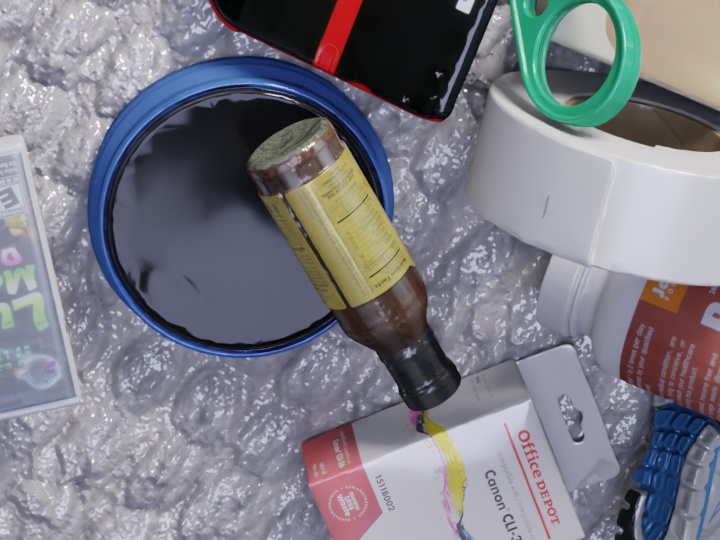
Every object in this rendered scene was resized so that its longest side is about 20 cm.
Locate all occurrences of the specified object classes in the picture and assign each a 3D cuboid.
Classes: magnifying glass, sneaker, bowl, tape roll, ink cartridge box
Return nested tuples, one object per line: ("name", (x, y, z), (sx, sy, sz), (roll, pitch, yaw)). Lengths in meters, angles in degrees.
("magnifying glass", (0.106, -0.165, 1.351), (0.022, 0.200, 0.080), (9, 129, -43))
("sneaker", (0.243, 0.119, 1.546), (0.086, 0.075, 0.201), (10, 105, -45))
("bowl", (-0.076, -0.037, 1.452), (0.200, 0.039, 0.201), (-2, 111, -6))
("tape roll", (0.168, -0.059, 1.387), (0.202, 0.203, 0.071), (9, 110, -11))
("ink cartridge box", (0.074, 0.141, 1.523), (0.199, 0.068, 0.117), (-22, 112, 2))

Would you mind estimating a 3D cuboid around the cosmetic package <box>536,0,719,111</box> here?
("cosmetic package", (0.210, -0.151, 1.411), (0.199, 0.105, 0.071), (20, 107, -16))

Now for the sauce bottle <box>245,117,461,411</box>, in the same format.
("sauce bottle", (0.000, 0.000, 1.421), (0.065, 0.065, 0.200), (-28, 113, 4))

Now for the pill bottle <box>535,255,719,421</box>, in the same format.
("pill bottle", (0.220, 0.032, 1.445), (0.199, 0.112, 0.113), (22, 109, 16))

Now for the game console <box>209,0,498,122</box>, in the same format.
("game console", (0.010, -0.212, 1.368), (0.176, 0.031, 0.201), (25, 108, 8))

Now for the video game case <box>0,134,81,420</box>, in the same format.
("video game case", (-0.289, 0.020, 1.408), (0.199, 0.023, 0.182), (-12, 113, -5))
